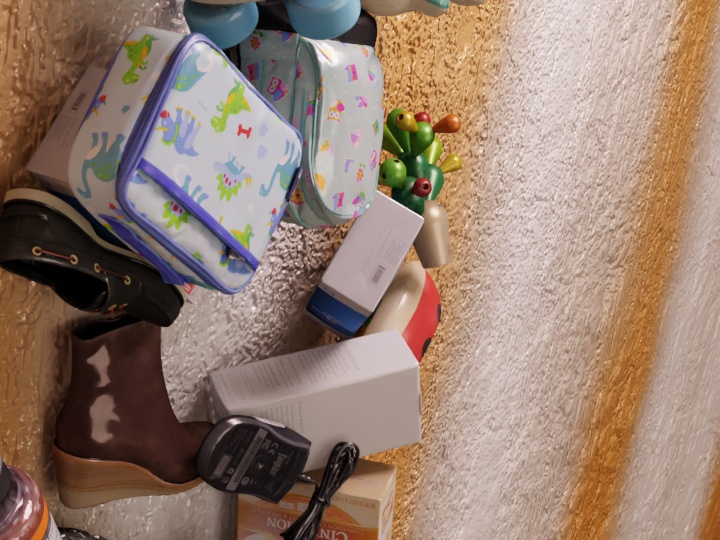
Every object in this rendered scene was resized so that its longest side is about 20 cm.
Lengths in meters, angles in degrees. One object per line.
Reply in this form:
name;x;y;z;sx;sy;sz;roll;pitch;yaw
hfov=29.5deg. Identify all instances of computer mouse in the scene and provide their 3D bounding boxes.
computer mouse;-0.100;0.204;1.295;0.199;0.046;0.141;20;99;-46

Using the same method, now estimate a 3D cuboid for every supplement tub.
supplement tub;-0.291;0.230;1.097;0.107;0.106;0.201;-44;138;-34

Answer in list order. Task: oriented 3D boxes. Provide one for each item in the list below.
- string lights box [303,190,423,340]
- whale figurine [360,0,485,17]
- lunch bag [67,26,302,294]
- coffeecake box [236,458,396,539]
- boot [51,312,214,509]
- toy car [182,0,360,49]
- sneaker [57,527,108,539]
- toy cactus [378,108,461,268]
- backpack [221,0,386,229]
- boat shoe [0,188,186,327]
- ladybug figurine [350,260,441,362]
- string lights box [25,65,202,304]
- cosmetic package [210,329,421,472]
string lights box;0.000;0.000;1.354;0.103;0.059;0.200;-60;-179;-13
whale figurine;0.043;-0.300;1.269;0.199;0.159;0.104;2;130;-41
lunch bag;-0.134;-0.080;1.083;0.200;0.082;0.162;48;62;-53
coffeecake box;-0.049;0.293;1.433;0.073;0.152;0.202;-54;150;-63
boot;-0.185;0.117;1.225;0.199;0.072;0.168;-11;118;-49
toy car;-0.082;-0.319;1.119;0.185;0.175;0.202;71;20;-49
sneaker;-0.207;0.295;1.217;0.200;0.074;0.080;38;77;-17
toy cactus;0.068;-0.088;1.407;0.200;0.101;0.167;-68;144;-78
backpack;-0.051;-0.140;1.233;0.166;0.126;0.203;-3;100;-51
boat shoe;-0.218;0.006;1.109;0.201;0.073;0.064;38;53;-50
ladybug figurine;0.028;0.082;1.476;0.201;0.072;0.136;-60;-174;-5
string lights box;-0.182;-0.067;1.147;0.103;0.059;0.200;-62;147;-18
cosmetic package;-0.043;0.136;1.360;0.198;0.074;0.103;-12;123;-17
